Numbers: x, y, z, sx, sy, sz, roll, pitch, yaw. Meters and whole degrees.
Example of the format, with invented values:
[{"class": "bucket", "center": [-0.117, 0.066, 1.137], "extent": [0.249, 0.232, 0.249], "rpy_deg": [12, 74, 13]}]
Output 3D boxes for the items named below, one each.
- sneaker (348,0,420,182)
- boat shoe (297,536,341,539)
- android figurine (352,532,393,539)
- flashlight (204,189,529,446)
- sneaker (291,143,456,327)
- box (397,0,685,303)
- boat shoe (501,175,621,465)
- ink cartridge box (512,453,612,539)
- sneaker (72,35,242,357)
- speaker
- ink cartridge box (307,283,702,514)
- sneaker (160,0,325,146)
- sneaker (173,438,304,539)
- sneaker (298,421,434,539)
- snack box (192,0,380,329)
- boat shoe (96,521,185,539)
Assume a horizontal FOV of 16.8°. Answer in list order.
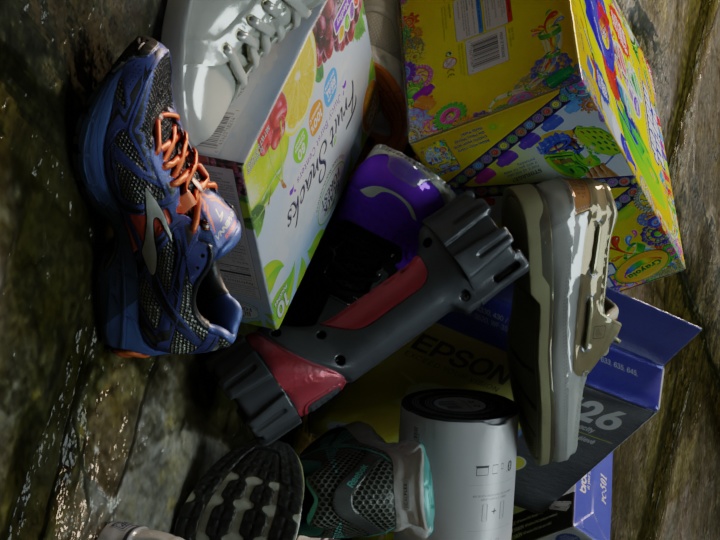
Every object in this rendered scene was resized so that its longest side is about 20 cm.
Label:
[{"class": "sneaker", "center": [0.029, -0.111, 1.684], "extent": [0.200, 0.075, 0.092], "rpy_deg": [74, 27, -54]}, {"class": "boat shoe", "center": [-0.034, 0.280, 1.683], "extent": [0.072, 0.067, 0.201], "rpy_deg": [68, 36, -57]}, {"class": "android figurine", "center": [0.021, 0.231, 1.759], "extent": [0.182, 0.041, 0.201], "rpy_deg": [121, -17, -49]}, {"class": "flashlight", "center": [0.001, 0.025, 1.505], "extent": [0.200, 0.068, 0.068], "rpy_deg": [-37, 125, -5]}, {"class": "sneaker", "center": [0.000, 0.000, 1.579], "extent": [0.100, 0.069, 0.200], "rpy_deg": [-57, 177, -28]}, {"class": "box", "center": [0.119, -0.111, 1.636], "extent": [0.201, 0.122, 0.193], "rpy_deg": [-93, 157, -43]}, {"class": "boat shoe", "center": [0.134, 0.035, 1.567], "extent": [0.075, 0.068, 0.201], "rpy_deg": [-121, -156, -57]}, {"class": "ink cartridge box", "center": [0.098, 0.188, 1.821], "extent": [0.044, 0.200, 0.094], "rpy_deg": [33, 46, -32]}, {"class": "sneaker", "center": [-0.101, -0.038, 1.320], "extent": [0.075, 0.078, 0.201], "rpy_deg": [-60, 153, -48]}, {"class": "speaker", "center": [0.061, 0.185, 1.614], "extent": [0.081, 0.081, 0.201], "rpy_deg": [-29, 124, -67]}, {"class": "ink cartridge box", "center": [0.097, 0.075, 1.658], "extent": [0.200, 0.197, 0.047], "rpy_deg": [-47, -151, 42]}, {"class": "sneaker", "center": [-0.055, -0.159, 1.393], "extent": [0.073, 0.084, 0.201], "rpy_deg": [64, 40, -62]}, {"class": "sneaker", "center": [-0.081, 0.202, 1.527], "extent": [0.089, 0.077, 0.201], "rpy_deg": [28, 79, -80]}, {"class": "sneaker", "center": [-0.024, 0.139, 1.590], "extent": [0.200, 0.091, 0.078], "rpy_deg": [164, -79, -70]}, {"class": "snack box", "center": [-0.048, -0.086, 1.494], "extent": [0.143, 0.053, 0.200], "rpy_deg": [81, 26, -47]}, {"class": "boat shoe", "center": [-0.123, 0.249, 1.380], "extent": [0.075, 0.086, 0.203], "rpy_deg": [43, 58, -68]}]
